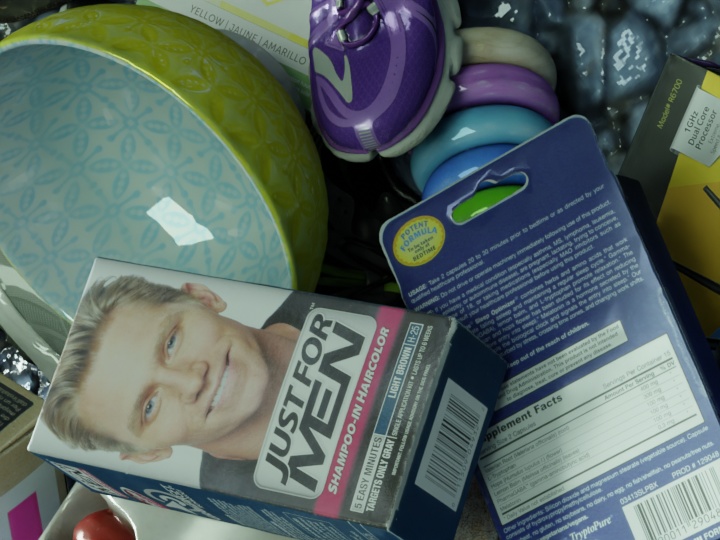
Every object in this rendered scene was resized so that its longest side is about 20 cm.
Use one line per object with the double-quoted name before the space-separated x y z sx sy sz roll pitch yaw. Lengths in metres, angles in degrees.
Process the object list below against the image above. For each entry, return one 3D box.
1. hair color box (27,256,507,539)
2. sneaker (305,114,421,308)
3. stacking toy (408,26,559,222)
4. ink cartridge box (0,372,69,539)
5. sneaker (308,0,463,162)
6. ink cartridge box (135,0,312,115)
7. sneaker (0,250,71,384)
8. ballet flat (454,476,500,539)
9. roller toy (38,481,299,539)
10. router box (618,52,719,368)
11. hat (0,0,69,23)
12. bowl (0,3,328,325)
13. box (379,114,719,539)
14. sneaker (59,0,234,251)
"hair color box" -0.044 0.062 1.200 0.199 0.061 0.100 8 72 33
"sneaker" 0.000 0.000 1.363 0.082 0.071 0.201 -19 76 36
"stacking toy" 0.066 -0.014 1.280 0.085 0.085 0.201 -26 55 28
"ink cartridge box" -0.233 0.127 1.443 0.164 0.075 0.201 28 140 31
"sneaker" -0.001 -0.150 1.275 0.080 0.083 0.201 -7 73 24
"ink cartridge box" -0.011 -0.183 1.363 0.145 0.048 0.201 27 90 29
"sneaker" -0.146 0.031 1.460 0.079 0.074 0.200 -39 74 13
"ballet flat" 0.038 0.081 1.283 0.068 0.067 0.201 -53 20 43
"roller toy" -0.058 0.145 1.317 0.182 0.200 0.140 35 88 11
"router box" 0.177 0.019 1.263 0.149 0.051 0.201 29 105 29
"hat" -0.181 -0.184 1.453 0.200 0.201 0.081 -21 110 29
"bowl" -0.087 -0.056 1.305 0.199 0.108 0.201 22 137 22
"box" 0.094 0.044 1.186 0.121 0.032 0.201 -29 73 24
"sneaker" -0.109 -0.058 1.438 0.200 0.075 0.081 51 121 31
